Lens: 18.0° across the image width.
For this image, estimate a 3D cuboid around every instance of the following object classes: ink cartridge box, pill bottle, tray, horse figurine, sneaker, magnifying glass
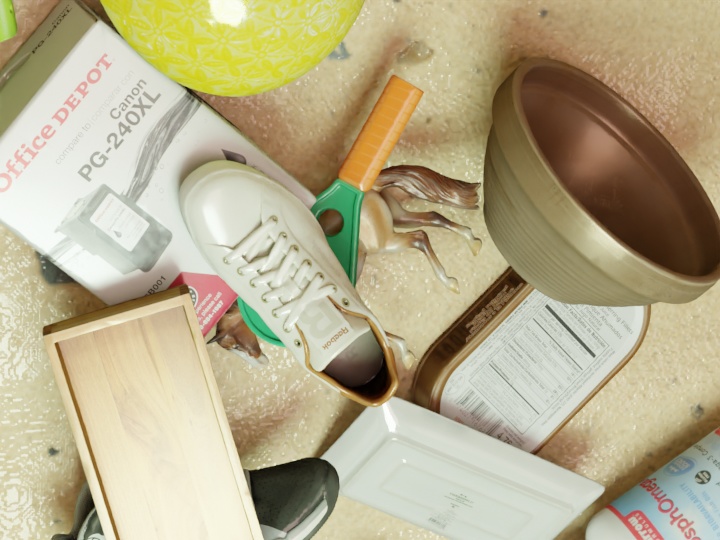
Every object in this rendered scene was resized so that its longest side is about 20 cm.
[{"bbox_3d":[-0.154,-0.060,1.491,0.200,0.083,0.145,39,92,-26],"label":"ink cartridge box"},{"bbox_3d":[0.241,0.202,1.693,0.200,0.109,0.109,-34,114,-6],"label":"pill bottle"},{"bbox_3d":[0.070,0.160,1.644,0.200,0.022,0.107,24,129,-23],"label":"tray"},{"bbox_3d":[0.000,0.000,1.576,0.132,0.050,0.200,33,100,-11],"label":"horse figurine"},{"bbox_3d":[-0.037,0.010,1.465,0.073,0.085,0.200,-43,116,-1],"label":"sneaker"},{"bbox_3d":[-0.120,0.160,1.533,0.200,0.075,0.116,-30,120,3],"label":"sneaker"},{"bbox_3d":[-0.131,0.119,1.479,0.098,0.037,0.200,-16,102,-4],"label":"tray"},{"bbox_3d":[-0.016,-0.040,1.539,0.079,0.022,0.200,30,95,6],"label":"magnifying glass"}]

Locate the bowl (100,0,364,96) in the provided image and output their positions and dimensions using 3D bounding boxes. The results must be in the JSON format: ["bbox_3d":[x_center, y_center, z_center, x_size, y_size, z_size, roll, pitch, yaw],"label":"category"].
[{"bbox_3d":[-0.062,-0.214,1.422,0.200,0.108,0.201,3,85,-33],"label":"bowl"}]

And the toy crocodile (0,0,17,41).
[{"bbox_3d":[-0.312,-0.136,1.434,0.200,0.062,0.068,-25,113,-5],"label":"toy crocodile"}]

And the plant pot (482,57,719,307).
[{"bbox_3d":[0.151,-0.042,1.559,0.201,0.201,0.093,31,122,-24],"label":"plant pot"}]

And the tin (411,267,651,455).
[{"bbox_3d":[0.127,0.062,1.652,0.200,0.042,0.112,-46,119,-1],"label":"tin"}]
